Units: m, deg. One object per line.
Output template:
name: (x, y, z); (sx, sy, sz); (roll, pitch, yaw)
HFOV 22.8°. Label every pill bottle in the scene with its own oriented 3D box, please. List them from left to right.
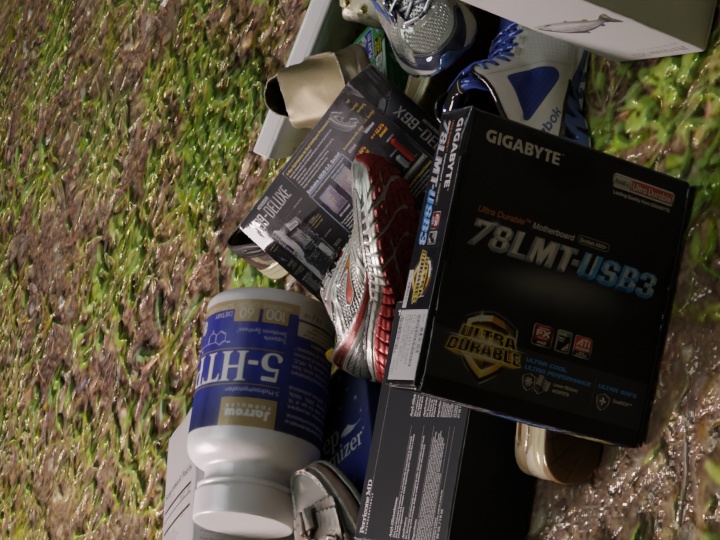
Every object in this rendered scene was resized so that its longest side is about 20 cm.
pill bottle: (-0.090, 0.127, 1.574); (0.120, 0.119, 0.201); (-27, 51, 54)

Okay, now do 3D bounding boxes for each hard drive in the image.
hard drive: (-0.045, -0.212, 1.807); (0.201, 0.026, 0.132); (-67, -11, 12)

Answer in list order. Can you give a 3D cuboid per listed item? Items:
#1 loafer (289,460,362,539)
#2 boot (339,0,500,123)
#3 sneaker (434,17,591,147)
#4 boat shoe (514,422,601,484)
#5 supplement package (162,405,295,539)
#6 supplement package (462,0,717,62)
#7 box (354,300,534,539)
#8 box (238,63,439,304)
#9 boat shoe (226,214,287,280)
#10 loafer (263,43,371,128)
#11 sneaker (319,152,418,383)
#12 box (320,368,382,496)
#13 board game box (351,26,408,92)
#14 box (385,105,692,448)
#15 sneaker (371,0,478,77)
loafer: (-0.015, 0.251, 1.469); (0.072, 0.063, 0.201); (-41, 66, 42)
boot: (0.043, -0.212, 1.618); (0.154, 0.072, 0.201); (17, 85, 39)
sneaker: (0.122, -0.156, 1.450); (0.081, 0.115, 0.201); (-39, 43, 46)
boat shoe: (0.149, 0.056, 1.333); (0.064, 0.071, 0.201); (1, 78, 61)
supplement package: (-0.114, 0.237, 1.656); (0.120, 0.120, 0.201); (129, 147, -57)
supplement package: (0.160, -0.243, 1.331); (0.117, 0.199, 0.118); (1, 77, 62)
box: (0.076, 0.127, 1.425); (0.141, 0.079, 0.201); (-4, 72, 58)
box: (0.006, -0.056, 1.568); (0.200, 0.158, 0.050); (-50, -3, 37)
boat shoe: (-0.059, -0.057, 1.669); (0.200, 0.065, 0.074); (-46, 37, 42)
loafer: (-0.036, -0.162, 1.651); (0.200, 0.067, 0.077); (177, 75, -72)
sneaker: (0.000, 0.000, 1.510); (0.082, 0.078, 0.201); (8, 107, 24)
box: (-0.012, 0.156, 1.577); (0.121, 0.032, 0.201); (-46, 37, 42)
board game box: (0.003, -0.127, 1.694); (0.135, 0.029, 0.201); (-42, 42, 45)
box: (0.129, 0.008, 1.258); (0.050, 0.199, 0.200); (1, 76, 61)
sneaker: (0.031, -0.240, 1.523); (0.077, 0.085, 0.200); (-39, 43, 11)
